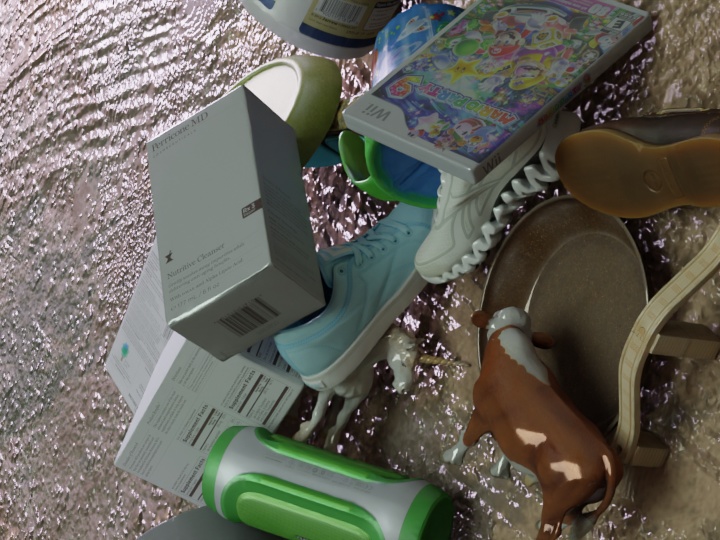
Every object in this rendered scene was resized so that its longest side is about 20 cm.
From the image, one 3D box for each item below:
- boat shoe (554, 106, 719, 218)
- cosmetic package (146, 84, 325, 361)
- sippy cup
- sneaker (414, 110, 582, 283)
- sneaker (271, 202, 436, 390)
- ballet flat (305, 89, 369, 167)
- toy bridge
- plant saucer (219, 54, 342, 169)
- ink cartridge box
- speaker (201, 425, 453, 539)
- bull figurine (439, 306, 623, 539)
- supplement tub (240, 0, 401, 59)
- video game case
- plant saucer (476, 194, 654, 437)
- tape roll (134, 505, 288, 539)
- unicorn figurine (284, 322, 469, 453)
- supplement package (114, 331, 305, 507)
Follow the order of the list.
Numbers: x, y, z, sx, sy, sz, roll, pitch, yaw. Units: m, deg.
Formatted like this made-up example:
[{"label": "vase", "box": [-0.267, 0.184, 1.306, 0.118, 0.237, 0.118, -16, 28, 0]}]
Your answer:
[{"label": "boat shoe", "box": [0.225, -0.079, 1.403, 0.200, 0.070, 0.071, 7, 122, 53]}, {"label": "cosmetic package", "box": [-0.105, -0.040, 1.636, 0.113, 0.081, 0.200, -30, 50, 20]}, {"label": "sippy cup", "box": [0.065, -0.142, 1.604, 0.140, 0.177, 0.131, 79, -177, -51]}, {"label": "sneaker", "box": [0.090, -0.068, 1.550, 0.200, 0.081, 0.075, -52, 17, 40]}, {"label": "sneaker", "box": [0.000, 0.000, 1.642, 0.074, 0.082, 0.200, 11, 61, 52]}, {"label": "ballet flat", "box": [-0.019, -0.131, 1.783, 0.200, 0.071, 0.071, 1, 84, 57]}, {"label": "toy bridge", "box": [0.220, 0.047, 1.381, 0.027, 0.067, 0.200, 49, 124, 48]}, {"label": "plant saucer", "box": [-0.099, -0.122, 1.787, 0.200, 0.031, 0.200, -35, 31, 25]}, {"label": "ink cartridge box", "box": [-0.167, 0.053, 1.946, 0.136, 0.076, 0.200, 50, 126, 47]}, {"label": "speaker", "box": [-0.028, 0.190, 1.631, 0.200, 0.088, 0.089, 16, 98, 24]}, {"label": "bull figurine", "box": [0.121, 0.118, 1.454, 0.200, 0.065, 0.122, 56, 132, 48]}, {"label": "supplement tub", "box": [-0.009, -0.301, 1.720, 0.200, 0.144, 0.145, -59, 40, 30]}, {"label": "video game case", "box": [0.103, -0.150, 1.490, 0.143, 0.200, 0.018, 27, 150, 42]}, {"label": "plant saucer", "box": [0.162, 0.044, 1.496, 0.200, 0.037, 0.201, -16, 70, 53]}, {"label": "tape roll", "box": [-0.129, 0.293, 1.731, 0.200, 0.200, 0.066, -59, 41, 31]}, {"label": "unicorn figurine", "box": [-0.010, 0.093, 1.702, 0.138, 0.074, 0.200, -64, 31, 8]}, {"label": "supplement package", "box": [-0.118, 0.087, 1.764, 0.200, 0.111, 0.156, -57, 10, 42]}]
